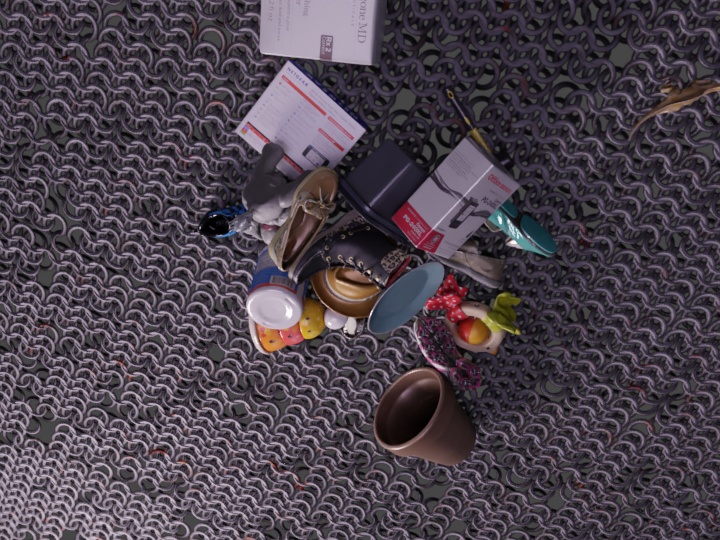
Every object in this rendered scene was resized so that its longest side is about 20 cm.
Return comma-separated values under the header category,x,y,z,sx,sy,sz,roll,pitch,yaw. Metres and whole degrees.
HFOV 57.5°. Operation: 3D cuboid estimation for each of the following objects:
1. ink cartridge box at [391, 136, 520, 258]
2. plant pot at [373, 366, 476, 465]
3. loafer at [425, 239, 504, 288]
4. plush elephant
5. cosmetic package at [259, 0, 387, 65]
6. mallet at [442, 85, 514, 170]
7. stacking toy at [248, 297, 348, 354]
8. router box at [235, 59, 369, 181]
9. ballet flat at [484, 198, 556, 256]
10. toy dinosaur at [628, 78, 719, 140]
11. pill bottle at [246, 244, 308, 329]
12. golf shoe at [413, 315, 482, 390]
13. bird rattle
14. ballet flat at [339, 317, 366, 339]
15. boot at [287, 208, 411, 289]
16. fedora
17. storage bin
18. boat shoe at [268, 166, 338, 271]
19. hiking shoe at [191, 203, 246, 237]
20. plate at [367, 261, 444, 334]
category,x,y,z,sx,sy,sz,roll,pitch,yaw
ink cartridge box,0.177,-0.128,1.203,0.200,0.145,0.083,-47,61,18
plant pot,0.156,0.338,1.433,0.200,0.200,0.175,-38,119,20
loafer,0.206,-0.037,1.337,0.200,0.075,0.070,27,99,-5
plush elephant,-0.155,-0.112,1.271,0.165,0.155,0.200,28,71,27
cosmetic package,-0.059,-0.461,1.159,0.200,0.165,0.165,7,113,6
mallet,0.212,-0.260,1.266,0.066,0.041,0.200,-40,96,17
stacking toy,-0.123,0.098,1.387,0.200,0.146,0.146,-6,110,15
router box,-0.115,-0.280,1.300,0.200,0.049,0.180,41,111,-8
ballet flat,0.299,-0.090,1.307,0.200,0.067,0.070,41,135,-7
toy dinosaur,0.556,-0.301,1.158,0.200,0.101,0.058,-22,106,16
pill bottle,-0.159,0.012,1.329,0.112,0.200,0.112,2,130,3
golf shoe,0.172,0.176,1.403,0.073,0.092,0.200,-42,106,-12
bird rattle,0.232,0.107,1.370,0.200,0.113,0.163,8,128,9
ballet flat,-0.016,0.060,1.403,0.072,0.072,0.201,2,111,8
boot,-0.020,-0.013,1.238,0.204,0.074,0.154,-41,70,-19
fedora,0.000,0.000,1.330,0.200,0.082,0.201,1,82,-7
storage bin,0.058,-0.159,1.253,0.134,0.200,0.146,-45,59,10
boat shoe,-0.094,-0.089,1.172,0.073,0.063,0.200,20,108,-29
hiking shoe,-0.243,-0.105,1.365,0.200,0.087,0.074,-16,107,14
plate,0.088,0.051,1.336,0.026,0.200,0.200,48,115,27
